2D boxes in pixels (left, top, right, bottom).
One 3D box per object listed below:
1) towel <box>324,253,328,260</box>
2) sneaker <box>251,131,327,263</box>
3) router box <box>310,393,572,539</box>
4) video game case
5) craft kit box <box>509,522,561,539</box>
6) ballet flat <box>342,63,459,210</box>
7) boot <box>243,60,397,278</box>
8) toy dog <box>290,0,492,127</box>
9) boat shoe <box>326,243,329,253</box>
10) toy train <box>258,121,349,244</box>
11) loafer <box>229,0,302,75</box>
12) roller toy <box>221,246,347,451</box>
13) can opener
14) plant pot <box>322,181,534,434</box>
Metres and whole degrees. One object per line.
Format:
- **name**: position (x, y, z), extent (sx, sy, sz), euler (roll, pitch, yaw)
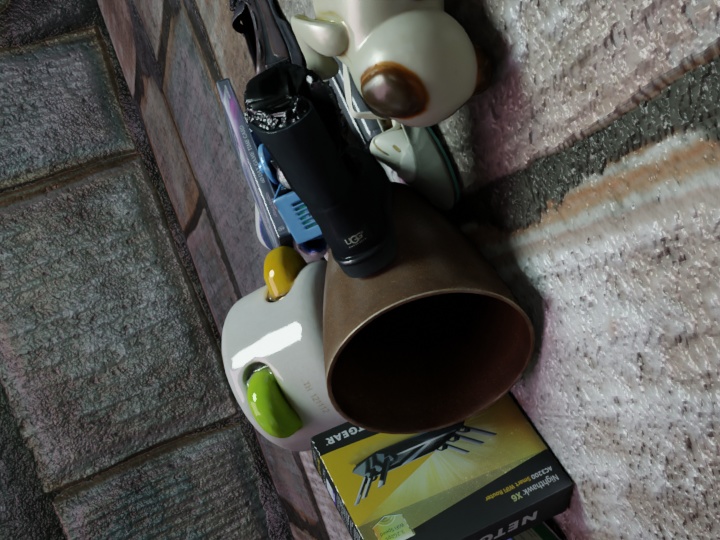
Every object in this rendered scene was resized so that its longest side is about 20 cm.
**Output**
- **towel**: position (-0.038, -0.087, 1.231), extent (0.132, 0.034, 0.201), euler (-148, 41, -66)
- **sneaker**: position (-0.080, -0.109, 1.174), extent (0.146, 0.080, 0.201), euler (16, 114, 55)
- **router box**: position (0.073, 0.193, 0.897), extent (0.158, 0.199, 0.052), euler (56, 159, 38)
- **video game case**: position (-0.118, -0.102, 1.088), extent (0.143, 0.019, 0.201), euler (93, 156, -71)
- **craft kit box**: position (0.131, 0.285, 1.025), extent (0.200, 0.048, 0.198), euler (45, 151, 28)
- **ballet flat**: position (0.027, -0.141, 0.901), extent (0.067, 0.063, 0.201), euler (129, 119, -72)
- **boot**: position (-0.035, -0.108, 0.813), extent (0.200, 0.076, 0.169), euler (-103, -14, -58)
- **toy dog**: position (0.028, -0.211, 0.740), extent (0.193, 0.139, 0.201), euler (-18, 92, 48)
- **boat shoe**: position (0.000, 0.000, 1.146), extent (0.072, 0.065, 0.201), euler (-40, -54, -75)
- **toy train**: position (-0.052, -0.116, 1.044), extent (0.200, 0.086, 0.115), euler (-81, -33, -64)
- **loafer**: position (-0.139, -0.323, 1.229), extent (0.072, 0.063, 0.201), euler (95, 151, -55)
- **roller toy**: position (-0.046, 0.087, 1.021), extent (0.182, 0.139, 0.201), euler (32, -142, -51)
- **can opener**: position (-0.001, -0.141, 0.987), extent (0.201, 0.067, 0.053), euler (65, 162, 13)
- **plant pot**: position (0.040, 0.015, 0.881), extent (0.188, 0.186, 0.201), euler (87, 169, -46)
